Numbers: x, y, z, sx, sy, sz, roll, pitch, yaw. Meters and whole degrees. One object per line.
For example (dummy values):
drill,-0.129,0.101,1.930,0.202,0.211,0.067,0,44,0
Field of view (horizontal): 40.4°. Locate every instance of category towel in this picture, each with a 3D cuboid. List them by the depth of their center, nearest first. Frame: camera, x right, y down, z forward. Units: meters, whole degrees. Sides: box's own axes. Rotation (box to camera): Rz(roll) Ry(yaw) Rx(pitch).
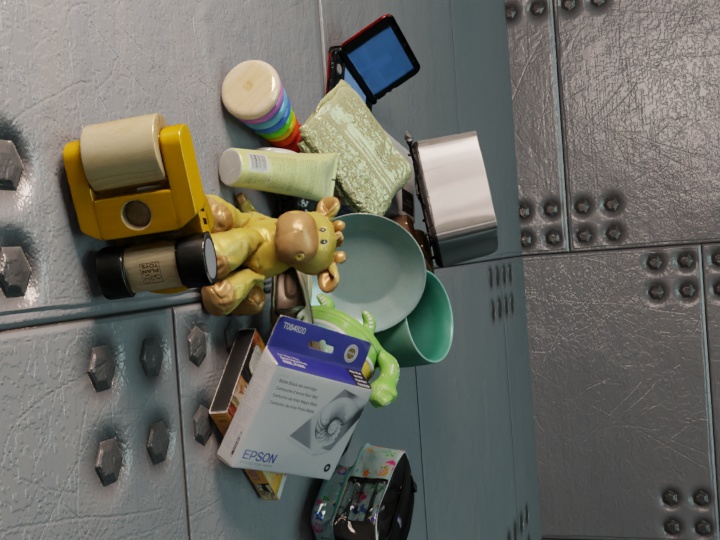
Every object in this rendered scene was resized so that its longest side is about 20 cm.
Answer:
towel,-0.005,-0.177,1.490,0.200,0.036,0.149,52,53,-25

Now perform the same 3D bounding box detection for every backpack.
backpack,0.013,0.381,1.563,0.178,0.150,0.200,79,28,-42

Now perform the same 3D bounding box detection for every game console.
game console,0.027,-0.337,1.786,0.200,0.118,0.173,44,46,-62

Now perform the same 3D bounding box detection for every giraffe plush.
giraffe plush,-0.106,-0.029,1.286,0.200,0.161,0.173,-37,121,-66

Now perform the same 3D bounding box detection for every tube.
tube,-0.106,-0.134,1.365,0.200,0.058,0.052,0,52,-46

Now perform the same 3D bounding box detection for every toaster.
toaster,0.153,-0.122,1.625,0.200,0.118,0.182,62,16,-73

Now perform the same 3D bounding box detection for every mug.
mug,0.064,0.067,1.609,0.152,0.114,0.186,3,77,-55

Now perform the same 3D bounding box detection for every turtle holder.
turtle holder,-0.037,0.141,1.447,0.185,0.141,0.132,40,52,-5

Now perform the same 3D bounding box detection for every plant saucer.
plant saucer,0.000,0.000,1.496,0.039,0.200,0.202,-91,169,-65

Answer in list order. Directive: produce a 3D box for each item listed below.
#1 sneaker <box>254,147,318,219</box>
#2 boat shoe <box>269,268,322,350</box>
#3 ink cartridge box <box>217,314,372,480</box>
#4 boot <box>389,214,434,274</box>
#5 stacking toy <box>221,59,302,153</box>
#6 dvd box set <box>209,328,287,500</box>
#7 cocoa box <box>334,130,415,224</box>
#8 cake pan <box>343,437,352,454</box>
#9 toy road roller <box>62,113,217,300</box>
sneaker,-0.103,-0.105,1.447,0.200,0.070,0.100,44,48,-61
boat shoe,-0.096,0.072,1.371,0.065,0.072,0.201,56,28,-67
ink cartridge box,-0.072,0.174,1.298,0.199,0.041,0.201,20,94,-48
boot,0.039,-0.026,1.707,0.200,0.154,0.074,52,27,-52
stacking toy,-0.125,-0.221,1.406,0.200,0.085,0.086,44,46,-68
dvd box set,-0.139,0.200,1.349,0.147,0.029,0.200,-74,152,-44
cocoa box,0.002,-0.151,1.659,0.200,0.131,0.134,20,68,-69
cake pan,-0.053,0.216,1.580,0.200,0.037,0.201,-3,90,-70
toy road roller,-0.222,-0.071,1.049,0.146,0.122,0.201,-83,163,-70
